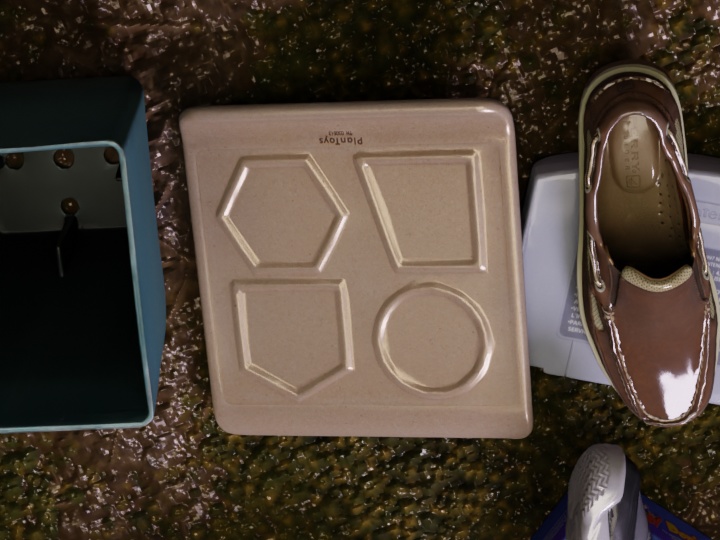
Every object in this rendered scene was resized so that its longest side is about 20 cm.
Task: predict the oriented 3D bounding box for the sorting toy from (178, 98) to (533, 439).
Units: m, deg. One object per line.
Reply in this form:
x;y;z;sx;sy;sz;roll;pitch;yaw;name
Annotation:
0.000;0.000;1.099;0.183;0.037;0.202;0;113;14;sorting toy

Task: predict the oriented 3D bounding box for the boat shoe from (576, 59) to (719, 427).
0.146;-0.002;1.045;0.074;0.075;0.204;-12;111;7;boat shoe

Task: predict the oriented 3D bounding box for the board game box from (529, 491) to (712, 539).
0.133;0.231;1.190;0.134;0.045;0.201;33;109;-10;board game box

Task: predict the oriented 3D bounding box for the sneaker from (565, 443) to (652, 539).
0.172;0.181;1.107;0.112;0.076;0.202;-3;117;3;sneaker

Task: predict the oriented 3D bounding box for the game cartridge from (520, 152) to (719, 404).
0.182;0.004;1.105;0.198;0.042;0.135;11;107;-2;game cartridge

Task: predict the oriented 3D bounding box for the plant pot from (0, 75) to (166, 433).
-0.167;-0.025;1.019;0.140;0.200;0.143;-3;111;4;plant pot
